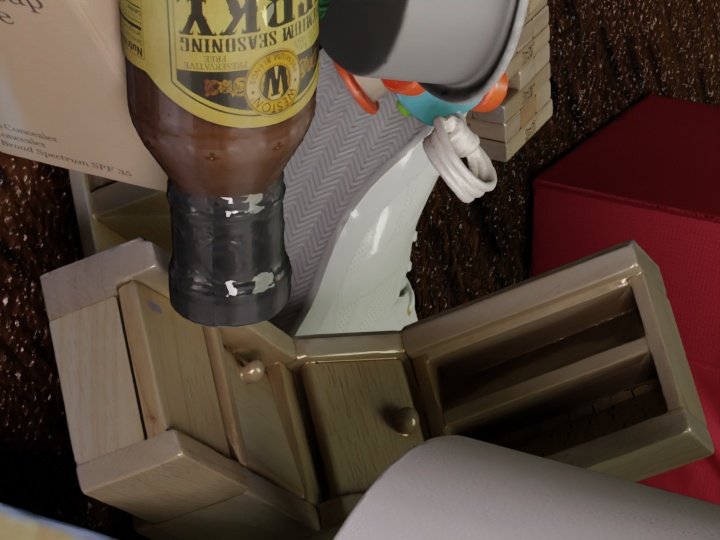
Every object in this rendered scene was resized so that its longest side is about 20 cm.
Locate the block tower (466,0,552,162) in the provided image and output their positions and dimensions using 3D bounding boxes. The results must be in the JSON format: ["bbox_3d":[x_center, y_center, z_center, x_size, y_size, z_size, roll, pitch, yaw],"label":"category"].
[{"bbox_3d":[0.052,-0.153,1.165,0.058,0.054,0.201,-45,140,-48],"label":"block tower"}]

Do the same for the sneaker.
[{"bbox_3d":[0.002,-0.021,1.114,0.201,0.073,0.116,-58,152,-17],"label":"sneaker"}]

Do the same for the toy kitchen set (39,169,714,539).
[{"bbox_3d":[0.000,0.000,0.920,0.200,0.179,0.164,37,35,-62],"label":"toy kitchen set"}]

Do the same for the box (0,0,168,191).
[{"bbox_3d":[-0.106,-0.115,0.815,0.078,0.094,0.200,-65,150,-22],"label":"box"}]

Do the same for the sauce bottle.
[{"bbox_3d":[-0.043,-0.079,0.782,0.065,0.064,0.201,-43,139,-49],"label":"sauce bottle"}]

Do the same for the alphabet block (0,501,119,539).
[{"bbox_3d":[-0.089,0.199,0.883,0.195,0.195,0.201,31,74,-62],"label":"alphabet block"}]

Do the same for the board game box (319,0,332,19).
[{"bbox_3d":[-0.036,-0.192,0.827,0.105,0.023,0.201,123,-46,-69],"label":"board game box"}]

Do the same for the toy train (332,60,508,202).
[{"bbox_3d":[-0.024,-0.110,0.980,0.200,0.055,0.151,49,29,-18],"label":"toy train"}]

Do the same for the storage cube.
[{"bbox_3d":[0.205,0.017,1.414,0.200,0.179,0.172,-34,132,-53],"label":"storage cube"}]

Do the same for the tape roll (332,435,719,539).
[{"bbox_3d":[0.066,0.165,0.800,0.203,0.138,0.204,-38,135,-51],"label":"tape roll"}]

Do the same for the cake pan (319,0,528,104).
[{"bbox_3d":[0.004,-0.152,0.825,0.036,0.200,0.202,-11,120,-17],"label":"cake pan"}]
